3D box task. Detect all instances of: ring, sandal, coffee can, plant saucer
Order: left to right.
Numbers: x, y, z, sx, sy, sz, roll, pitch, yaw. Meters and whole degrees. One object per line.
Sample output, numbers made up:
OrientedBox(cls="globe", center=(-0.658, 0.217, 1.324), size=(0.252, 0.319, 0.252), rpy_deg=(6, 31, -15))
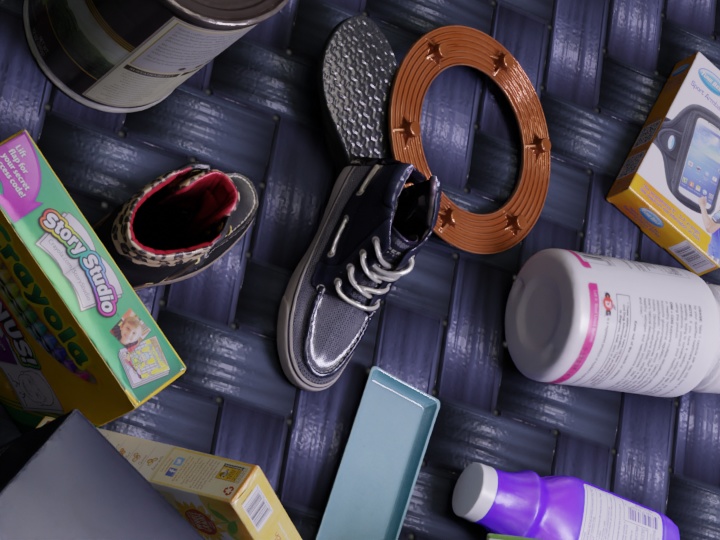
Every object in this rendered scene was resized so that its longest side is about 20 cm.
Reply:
OrientedBox(cls="coffee can", center=(-0.153, -0.219, 1.562), size=(0.146, 0.200, 0.147), rpy_deg=(10, 70, -28))
OrientedBox(cls="sandal", center=(-0.003, -0.111, 1.718), size=(0.075, 0.048, 0.201), rpy_deg=(-9, 93, -34))
OrientedBox(cls="plant saucer", center=(0.006, 0.179, 1.645), size=(0.070, 0.019, 0.200), rpy_deg=(29, 61, -20))
OrientedBox(cls="ring", center=(0.100, -0.113, 1.762), size=(0.200, 0.019, 0.201), rpy_deg=(9, 76, -43))

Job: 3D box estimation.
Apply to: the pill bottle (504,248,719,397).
OrientedBox(cls="pill bottle", center=(0.235, 0.049, 1.765), size=(0.200, 0.113, 0.113), rpy_deg=(9, 71, -28))

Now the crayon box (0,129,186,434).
OrientedBox(cls="crayon box", center=(-0.233, 0.021, 1.457), size=(0.058, 0.173, 0.200), rpy_deg=(-37, 95, -34))

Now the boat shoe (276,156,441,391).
OrientedBox(cls="boat shoe", center=(0.000, 0.000, 1.633), size=(0.075, 0.093, 0.200), rpy_deg=(23, 77, -29))

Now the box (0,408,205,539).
OrientedBox(cls="box", center=(-0.198, 0.218, 1.401), size=(0.197, 0.200, 0.117), rpy_deg=(47, 57, -11))

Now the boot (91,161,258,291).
OrientedBox(cls="boot", center=(-0.133, -0.037, 1.547), size=(0.200, 0.151, 0.073), rpy_deg=(-23, 88, -34))

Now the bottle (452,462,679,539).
OrientedBox(cls="bottle", center=(0.170, 0.214, 1.704), size=(0.200, 0.065, 0.084), rpy_deg=(23, 64, -23))

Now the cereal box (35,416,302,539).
OrientedBox(cls="cereal box", center=(-0.129, 0.175, 1.432), size=(0.040, 0.200, 0.144), rpy_deg=(-55, 137, -30))

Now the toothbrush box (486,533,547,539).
OrientedBox(cls="toothbrush box", center=(0.172, 0.277, 1.580), size=(0.145, 0.200, 0.086), rpy_deg=(5, 66, 13))

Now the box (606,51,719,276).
OrientedBox(cls="box", center=(0.317, -0.108, 1.908), size=(0.119, 0.041, 0.200), rpy_deg=(39, 61, -15))
